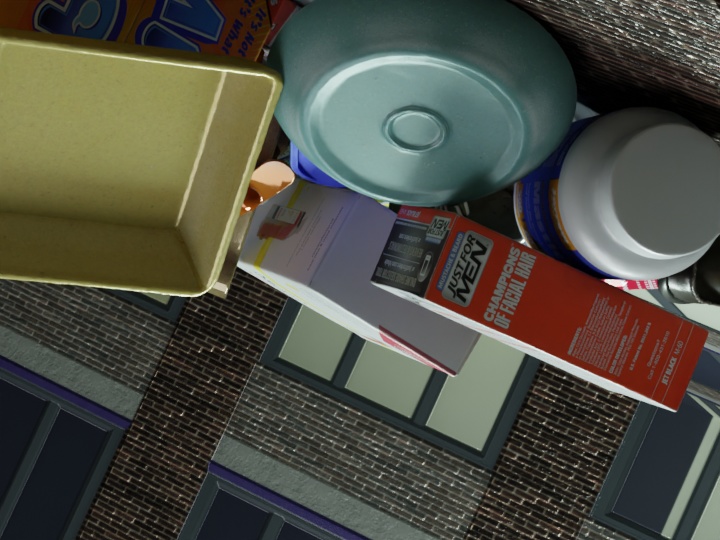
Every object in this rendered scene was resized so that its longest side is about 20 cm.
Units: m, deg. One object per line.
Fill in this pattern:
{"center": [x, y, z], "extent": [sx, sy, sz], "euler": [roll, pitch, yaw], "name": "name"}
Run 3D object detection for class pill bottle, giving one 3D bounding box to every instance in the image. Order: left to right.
{"center": [0.174, -0.049, 1.427], "extent": [0.111, 0.113, 0.200], "euler": [26, 176, -8], "name": "pill bottle"}

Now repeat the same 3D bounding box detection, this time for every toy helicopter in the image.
{"center": [-0.081, -0.061, 1.626], "extent": [0.078, 0.201, 0.133], "euler": [17, -150, -5], "name": "toy helicopter"}

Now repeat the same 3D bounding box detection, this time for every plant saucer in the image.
{"center": [-0.170, -0.077, 1.394], "extent": [0.198, 0.201, 0.049], "euler": [6, -138, -18], "name": "plant saucer"}
{"center": [0.036, -0.100, 1.364], "extent": [0.198, 0.036, 0.201], "euler": [5, 142, 4], "name": "plant saucer"}

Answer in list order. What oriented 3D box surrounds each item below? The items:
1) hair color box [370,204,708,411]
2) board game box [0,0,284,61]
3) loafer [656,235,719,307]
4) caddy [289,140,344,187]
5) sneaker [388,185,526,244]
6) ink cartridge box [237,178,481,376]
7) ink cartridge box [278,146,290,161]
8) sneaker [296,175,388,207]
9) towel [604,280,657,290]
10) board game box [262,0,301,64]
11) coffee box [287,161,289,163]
{"center": [0.119, 0.024, 1.454], "extent": [0.199, 0.064, 0.111], "euler": [23, 178, -19], "name": "hair color box"}
{"center": [-0.208, -0.174, 1.521], "extent": [0.199, 0.201, 0.199], "euler": [28, 175, -34], "name": "board game box"}
{"center": [0.286, -0.006, 1.573], "extent": [0.071, 0.074, 0.199], "euler": [12, -174, 40], "name": "loafer"}
{"center": [0.020, -0.123, 1.499], "extent": [0.140, 0.106, 0.200], "euler": [5, 168, -2], "name": "caddy"}
{"center": [0.090, -0.049, 1.663], "extent": [0.199, 0.067, 0.090], "euler": [24, 159, 40], "name": "sneaker"}
{"center": [0.000, 0.000, 1.674], "extent": [0.145, 0.084, 0.200], "euler": [31, 176, -22], "name": "ink cartridge box"}
{"center": [-0.104, -0.122, 1.847], "extent": [0.199, 0.041, 0.199], "euler": [23, -154, 29], "name": "ink cartridge box"}
{"center": [0.026, -0.088, 1.898], "extent": [0.198, 0.075, 0.085], "euler": [1, -168, -18], "name": "sneaker"}
{"center": [0.189, -0.011, 1.757], "extent": [0.198, 0.023, 0.145], "euler": [-3, 157, 17], "name": "towel"}
{"center": [-0.106, -0.200, 1.718], "extent": [0.199, 0.041, 0.153], "euler": [21, 175, 46], "name": "board game box"}
{"center": [0.003, -0.082, 2.006], "extent": [0.200, 0.124, 0.044], "euler": [31, 174, -43], "name": "coffee box"}
